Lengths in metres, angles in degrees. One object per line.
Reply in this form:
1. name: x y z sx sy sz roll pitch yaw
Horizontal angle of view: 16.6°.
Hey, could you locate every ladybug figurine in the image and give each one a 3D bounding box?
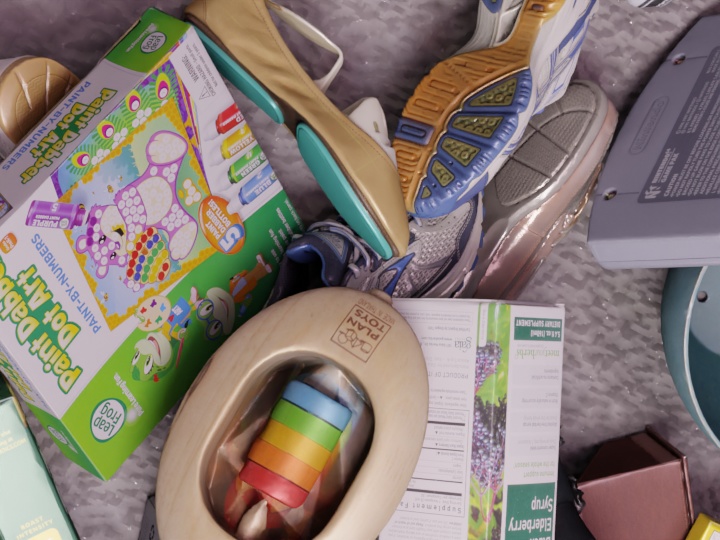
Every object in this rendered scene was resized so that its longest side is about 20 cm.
1. ladybug figurine: -0.035 0.100 1.400 0.136 0.072 0.200 33 84 9

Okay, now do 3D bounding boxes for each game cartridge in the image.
1. game cartridge: 0.217 -0.080 1.492 0.041 0.133 0.200 56 50 -36

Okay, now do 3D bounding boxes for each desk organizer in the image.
1. desk organizer: 0.177 0.212 1.602 0.077 0.072 0.201 -12 105 -11

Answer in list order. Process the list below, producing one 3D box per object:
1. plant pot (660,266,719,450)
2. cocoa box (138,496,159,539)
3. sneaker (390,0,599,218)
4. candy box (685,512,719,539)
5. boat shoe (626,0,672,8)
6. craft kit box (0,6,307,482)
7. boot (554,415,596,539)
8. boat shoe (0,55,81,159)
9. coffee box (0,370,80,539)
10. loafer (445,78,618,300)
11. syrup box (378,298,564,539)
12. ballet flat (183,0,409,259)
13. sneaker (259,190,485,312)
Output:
1. plant pot: 0.270 0.024 1.554 0.199 0.135 0.201 -3 103 -15
2. cocoa box: -0.078 0.257 1.503 0.131 0.133 0.201 12 98 -18
3. sneaker: 0.091 -0.108 1.486 0.200 0.075 0.088 -59 149 -10
4. candy box: 0.213 0.262 1.571 0.102 0.026 0.200 26 97 -18
5. boat shoe: 0.255 -0.204 1.535 0.199 0.074 0.068 -31 94 -17
6. craft kit box: -0.134 -0.012 1.410 0.198 0.048 0.200 -47 138 -16
7. boot: 0.093 0.162 1.555 0.076 0.200 0.169 -13 70 -21
8. boat shoe: -0.161 -0.059 1.451 0.071 0.069 0.200 -53 131 -17
9. coffee box: -0.191 0.152 1.455 0.044 0.123 0.200 -25 106 -9
10. loafer: 0.095 -0.027 1.535 0.200 0.072 0.063 -52 131 2
11. syrup box: 0.064 0.117 1.443 0.079 0.081 0.201 4 87 -54
12. ballet flat: -0.023 -0.097 1.444 0.063 0.069 0.200 -39 79 -11
13. sneaker: 0.000 0.000 1.476 0.200 0.077 0.085 -52 141 -15
